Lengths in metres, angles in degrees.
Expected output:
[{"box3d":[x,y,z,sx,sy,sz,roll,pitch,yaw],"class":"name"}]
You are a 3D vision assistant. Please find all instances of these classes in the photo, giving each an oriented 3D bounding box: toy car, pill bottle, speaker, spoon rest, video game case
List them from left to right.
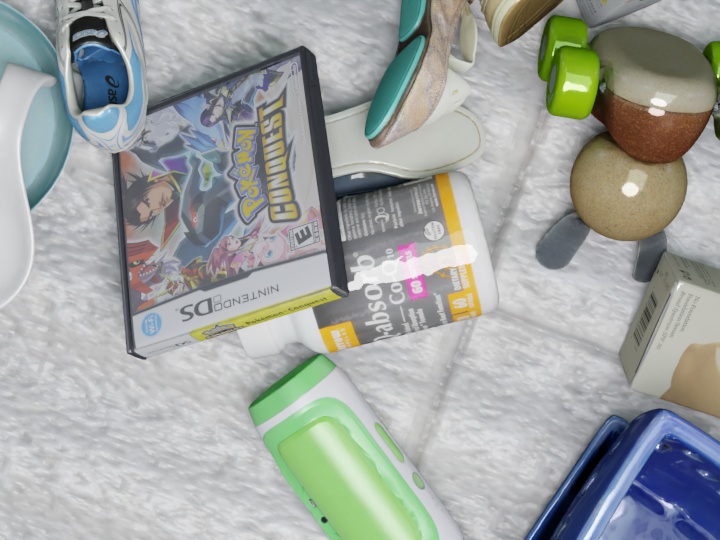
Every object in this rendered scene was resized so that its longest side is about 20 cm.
[{"box3d":[-0.284,-0.063,1.065,0.099,0.061,0.200,16,86,-5],"class":"spoon rest"},{"box3d":[-0.104,-0.051,1.054,0.180,0.025,0.200,-18,67,23],"class":"video game case"},{"box3d":[-0.001,0.166,1.102,0.088,0.088,0.200,-37,92,-6],"class":"speaker"},{"box3d":[0.000,0.000,1.085,0.200,0.116,0.117,-15,90,4],"class":"pill bottle"},{"box3d":[0.216,-0.086,1.130,0.164,0.158,0.200,9,116,-2],"class":"toy car"}]

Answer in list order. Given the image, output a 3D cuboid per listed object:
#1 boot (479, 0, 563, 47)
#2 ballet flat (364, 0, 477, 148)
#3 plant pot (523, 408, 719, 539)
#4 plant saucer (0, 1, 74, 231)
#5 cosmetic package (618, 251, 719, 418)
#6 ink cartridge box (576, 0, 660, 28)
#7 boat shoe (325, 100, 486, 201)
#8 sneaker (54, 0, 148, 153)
[{"box3d":[0.090,-0.253,1.072,0.072,0.200,0.155,-40,91,17],"class":"boot"},{"box3d":[0.058,-0.165,1.096,0.067,0.068,0.200,28,56,-19],"class":"ballet flat"},{"box3d":[0.232,0.234,1.077,0.200,0.180,0.200,35,85,-5],"class":"plant pot"},{"box3d":[-0.326,-0.121,1.106,0.200,0.027,0.201,0,88,-7],"class":"plant saucer"},{"box3d":[0.323,0.070,1.130,0.200,0.071,0.105,17,111,-4],"class":"cosmetic package"},{"box3d":[0.210,-0.286,1.079,0.083,0.200,0.146,-23,91,-6],"class":"ink cartridge box"},{"box3d":[0.001,-0.088,1.119,0.200,0.062,0.075,-15,74,-15],"class":"boat shoe"},{"box3d":[-0.206,-0.191,1.088,0.072,0.072,0.200,-11,73,-5],"class":"sneaker"}]
